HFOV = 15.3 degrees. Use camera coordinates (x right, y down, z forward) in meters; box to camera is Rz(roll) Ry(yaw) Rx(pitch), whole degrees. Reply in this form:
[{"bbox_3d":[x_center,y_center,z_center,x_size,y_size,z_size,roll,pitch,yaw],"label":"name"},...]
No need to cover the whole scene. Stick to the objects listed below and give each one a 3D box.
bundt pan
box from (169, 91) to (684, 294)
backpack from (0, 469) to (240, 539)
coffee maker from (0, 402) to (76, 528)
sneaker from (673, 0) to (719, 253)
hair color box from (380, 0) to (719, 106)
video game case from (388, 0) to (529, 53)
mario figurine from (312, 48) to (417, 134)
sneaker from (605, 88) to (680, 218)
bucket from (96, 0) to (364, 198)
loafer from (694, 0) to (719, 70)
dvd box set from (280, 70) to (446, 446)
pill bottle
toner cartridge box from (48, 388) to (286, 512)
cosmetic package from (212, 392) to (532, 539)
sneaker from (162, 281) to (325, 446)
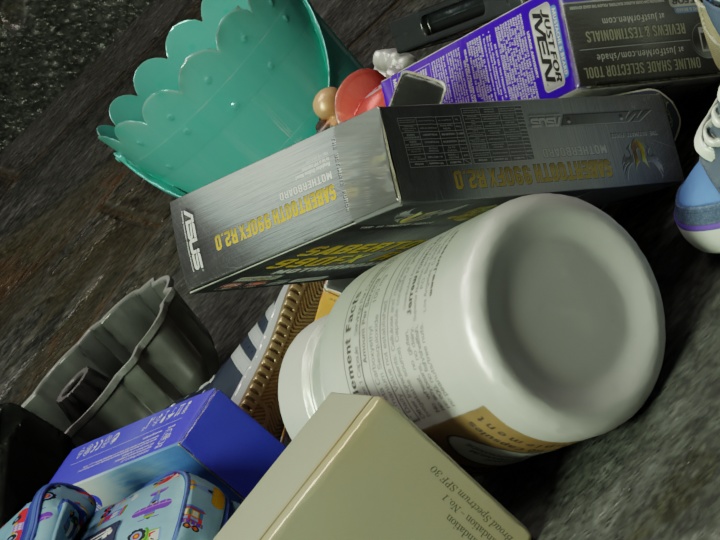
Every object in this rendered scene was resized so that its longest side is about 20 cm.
[{"bbox_3d":[-0.172,0.102,1.852,0.202,0.076,0.202,-45,15,15],"label":"bundt pan"},{"bbox_3d":[0.033,-0.038,1.301,0.200,0.049,0.158,-6,-10,-44],"label":"box"},{"bbox_3d":[-0.130,0.185,1.391,0.200,0.135,0.183,-38,18,25],"label":"backpack"},{"bbox_3d":[-0.225,0.189,1.639,0.200,0.191,0.135,-95,23,-44],"label":"coffee maker"},{"bbox_3d":[0.179,-0.104,1.217,0.200,0.146,0.081,-33,20,44],"label":"sneaker"},{"bbox_3d":[0.108,-0.109,1.513,0.109,0.065,0.200,-8,-6,-30],"label":"hair color box"},{"bbox_3d":[0.139,-0.176,1.581,0.199,0.026,0.181,-18,3,-22],"label":"video game case"},{"bbox_3d":[-0.021,-0.086,1.842,0.200,0.106,0.124,140,131,-58],"label":"mario figurine"},{"bbox_3d":[0.103,-0.037,1.461,0.090,0.067,0.200,-41,2,-39],"label":"sneaker"},{"bbox_3d":[-0.097,-0.138,2.159,0.207,0.135,0.207,-45,14,14],"label":"bucket"},{"bbox_3d":[0.235,-0.145,1.324,0.200,0.068,0.076,-31,22,49],"label":"loafer"},{"bbox_3d":[0.000,0.000,1.494,0.200,0.029,0.147,107,-178,-62],"label":"dvd box set"},{"bbox_3d":[0.045,0.042,1.287,0.200,0.114,0.114,-26,26,56],"label":"pill bottle"},{"bbox_3d":[-0.102,0.130,1.533,0.043,0.095,0.200,-55,15,-29],"label":"toner cartridge box"},{"bbox_3d":[-0.028,0.162,1.207,0.200,0.103,0.073,-52,15,-14],"label":"cosmetic package"},{"bbox_3d":[-0.054,0.061,1.628,0.108,0.070,0.200,-25,29,53],"label":"sneaker"}]
